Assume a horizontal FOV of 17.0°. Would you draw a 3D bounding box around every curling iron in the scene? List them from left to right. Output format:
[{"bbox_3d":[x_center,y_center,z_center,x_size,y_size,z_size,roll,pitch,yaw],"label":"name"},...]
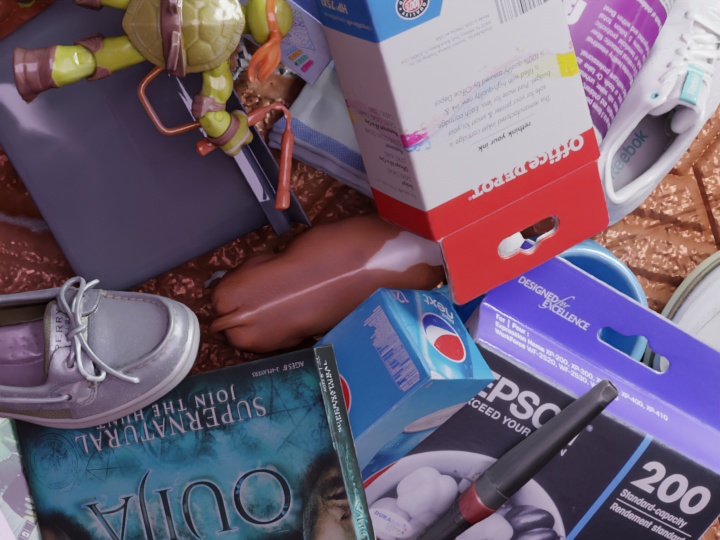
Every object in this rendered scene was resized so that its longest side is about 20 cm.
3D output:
[{"bbox_3d":[0.077,0.133,1.396,0.050,0.026,0.200,27,110,-40],"label":"curling iron"}]

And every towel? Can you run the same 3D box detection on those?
[{"bbox_3d":[0.039,-0.134,1.421,0.024,0.147,0.200,35,87,-42],"label":"towel"}]

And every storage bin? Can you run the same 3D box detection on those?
[{"bbox_3d":[-0.134,-0.080,1.396,0.134,0.146,0.200,-31,94,-1],"label":"storage bin"}]

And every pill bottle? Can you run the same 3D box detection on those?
[{"bbox_3d":[0.112,-0.134,1.453,0.112,0.112,0.200,29,82,-9],"label":"pill bottle"}]

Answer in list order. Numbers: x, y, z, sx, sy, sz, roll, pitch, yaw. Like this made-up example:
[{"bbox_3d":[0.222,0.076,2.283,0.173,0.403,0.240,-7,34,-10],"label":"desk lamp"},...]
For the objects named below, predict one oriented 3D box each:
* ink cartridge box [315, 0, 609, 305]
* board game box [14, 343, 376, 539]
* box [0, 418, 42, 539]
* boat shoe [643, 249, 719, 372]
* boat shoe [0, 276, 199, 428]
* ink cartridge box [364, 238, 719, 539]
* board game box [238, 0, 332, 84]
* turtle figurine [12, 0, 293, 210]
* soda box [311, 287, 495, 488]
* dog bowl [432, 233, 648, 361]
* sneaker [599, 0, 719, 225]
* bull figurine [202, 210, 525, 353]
[{"bbox_3d":[0.056,-0.096,1.316,0.116,0.067,0.200,-26,116,-22],"label":"ink cartridge box"},{"bbox_3d":[-0.092,0.127,1.353,0.200,0.028,0.136,-14,89,25],"label":"board game box"},{"bbox_3d":[-0.210,0.162,1.416,0.200,0.036,0.144,38,81,-9],"label":"box"},{"bbox_3d":[0.263,0.015,1.490,0.200,0.068,0.075,-40,125,-9],"label":"boat shoe"},{"bbox_3d":[-0.190,0.044,1.347,0.202,0.065,0.075,-4,65,16],"label":"boat shoe"},{"bbox_3d":[0.121,0.108,1.422,0.198,0.043,0.200,28,111,-18],"label":"ink cartridge box"},{"bbox_3d":[-0.073,-0.224,1.391,0.199,0.200,0.043,35,126,-9],"label":"board game box"},{"bbox_3d":[-0.104,-0.123,1.287,0.161,0.064,0.200,-2,108,4],"label":"turtle figurine"},{"bbox_3d":[-0.022,0.094,1.379,0.200,0.068,0.064,-41,65,27],"label":"soda box"},{"bbox_3d":[0.087,0.049,1.473,0.200,0.050,0.112,-23,93,-10],"label":"dog bowl"},{"bbox_3d":[0.197,-0.114,1.481,0.075,0.088,0.200,31,82,-7],"label":"sneaker"},{"bbox_3d":[0.000,0.000,1.421,0.200,0.121,0.065,-15,92,-11],"label":"bull figurine"}]
